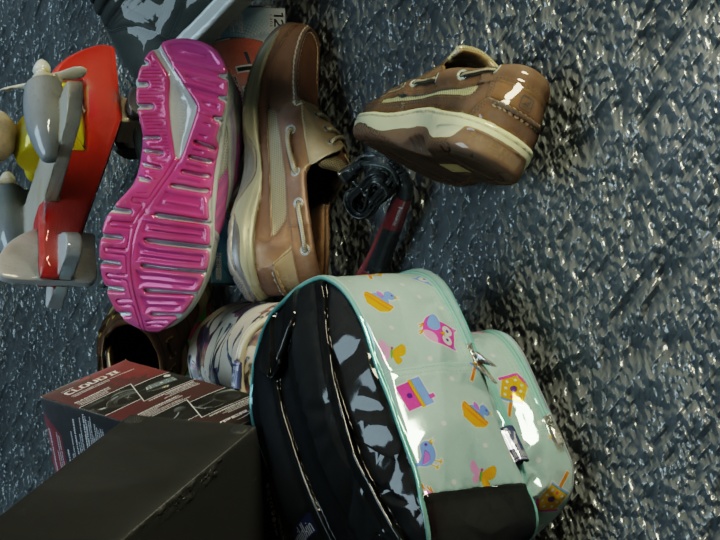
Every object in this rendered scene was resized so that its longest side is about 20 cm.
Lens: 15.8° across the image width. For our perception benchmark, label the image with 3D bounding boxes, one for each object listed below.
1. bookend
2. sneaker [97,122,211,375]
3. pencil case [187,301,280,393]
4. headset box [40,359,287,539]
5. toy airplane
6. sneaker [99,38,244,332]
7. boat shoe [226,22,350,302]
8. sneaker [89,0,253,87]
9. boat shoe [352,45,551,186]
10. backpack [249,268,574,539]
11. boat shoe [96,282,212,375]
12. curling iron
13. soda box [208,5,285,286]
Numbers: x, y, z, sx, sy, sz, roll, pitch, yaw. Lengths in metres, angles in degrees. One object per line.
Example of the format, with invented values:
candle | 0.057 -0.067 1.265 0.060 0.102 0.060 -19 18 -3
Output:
bookend | -0.132 0.216 1.516 0.092 0.199 0.201 3 113 27
sneaker | -0.161 -0.019 1.965 0.077 0.083 0.201 25 -119 -76
pencil case | -0.066 0.065 1.757 0.090 0.078 0.200 -60 12 -6
headset box | -0.122 0.149 1.688 0.200 0.077 0.150 11 117 50
toy airplane | -0.248 -0.074 2.013 0.199 0.141 0.201 -91 24 -75
sneaker | -0.117 -0.056 1.774 0.088 0.081 0.201 -8 -66 -73
boat shoe | -0.040 -0.073 1.761 0.076 0.071 0.201 46 -134 -63
sneaker | -0.110 -0.221 1.785 0.200 0.071 0.099 -43 84 16
boat shoe | 0.061 -0.096 1.567 0.075 0.075 0.202 -63 24 -5
backpack | 0.021 0.099 1.537 0.201 0.153 0.176 63 145 20
boat shoe | -0.163 0.059 1.880 0.068 0.072 0.200 -57 -3 -32
curling iron | 0.000 0.000 1.714 0.049 0.026 0.201 34 137 23
soda box | -0.093 -0.090 1.866 0.068 0.063 0.201 1 92 63
